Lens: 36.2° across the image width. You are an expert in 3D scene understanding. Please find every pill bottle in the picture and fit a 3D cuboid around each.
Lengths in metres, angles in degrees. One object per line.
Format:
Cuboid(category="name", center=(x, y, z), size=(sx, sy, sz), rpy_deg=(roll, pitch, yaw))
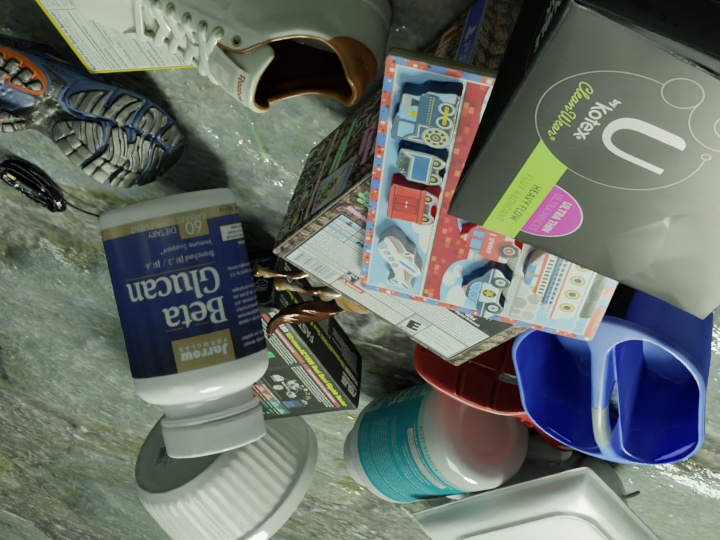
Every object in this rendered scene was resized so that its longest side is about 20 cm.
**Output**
Cuboid(category="pill bottle", center=(0.063, 0.167, 1.078), size=(0.111, 0.111, 0.200), rpy_deg=(33, 149, -21))
Cuboid(category="pill bottle", center=(-0.135, 0.042, 0.882), size=(0.110, 0.201, 0.111), rpy_deg=(-12, -177, 1))

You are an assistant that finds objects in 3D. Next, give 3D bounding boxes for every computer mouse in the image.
Cuboid(category="computer mouse", center=(-0.241, -0.039, 1.002), size=(0.199, 0.034, 0.059), rpy_deg=(29, 152, -13))

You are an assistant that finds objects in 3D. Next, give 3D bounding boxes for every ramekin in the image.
Cuboid(category="ramekin", center=(-0.156, 0.212, 1.219), size=(0.199, 0.201, 0.105), rpy_deg=(-9, 132, 42))

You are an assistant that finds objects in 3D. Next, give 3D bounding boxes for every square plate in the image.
Cuboid(category="square plate", center=(0.181, 0.268, 1.035), size=(0.198, 0.029, 0.200), rpy_deg=(-24, 124, 35))

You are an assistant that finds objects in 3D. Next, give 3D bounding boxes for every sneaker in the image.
Cuboid(category="sneaker", center=(0.141, 0.119, 0.980), size=(0.199, 0.079, 0.116), rpy_deg=(17, 150, 9))
Cuboid(category="sneaker", center=(-0.085, -0.142, 0.643), size=(0.199, 0.085, 0.073), rpy_deg=(10, 146, 4))
Cuboid(category="sneaker", center=(-0.216, -0.128, 0.804), size=(0.199, 0.079, 0.075), rpy_deg=(26, 113, -35))

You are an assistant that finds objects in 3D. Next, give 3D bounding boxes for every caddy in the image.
Cuboid(category="caddy", center=(0.191, 0.077, 0.830), size=(0.141, 0.105, 0.200), rpy_deg=(9, 146, 23))

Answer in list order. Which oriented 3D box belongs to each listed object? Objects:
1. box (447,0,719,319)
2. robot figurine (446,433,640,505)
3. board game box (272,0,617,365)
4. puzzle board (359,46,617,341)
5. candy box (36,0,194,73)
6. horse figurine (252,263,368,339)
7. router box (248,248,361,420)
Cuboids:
Cuboid(category="box", center=(0.135, -0.112, 0.451), size=(0.124, 0.201, 0.149), rpy_deg=(21, 152, -1))
Cuboid(category="robot figurine", center=(0.183, 0.236, 1.116), size=(0.199, 0.113, 0.170), rpy_deg=(7, 124, 25))
Cuboid(category="board game box", center=(0.070, -0.046, 0.691), size=(0.159, 0.097, 0.200), rpy_deg=(32, 142, -21))
Cuboid(category="puzzle board", center=(0.078, -0.030, 0.611), size=(0.150, 0.017, 0.200), rpy_deg=(14, 145, 5))
Cuboid(category="candy box", center=(-0.177, -0.201, 0.686), size=(0.102, 0.027, 0.200), rpy_deg=(5, 148, 27))
Cuboid(category="horse figurine", center=(0.000, 0.000, 0.875), size=(0.132, 0.050, 0.200), rpy_deg=(11, 149, -33))
Cuboid(category="router box", center=(-0.103, 0.068, 1.032), size=(0.149, 0.062, 0.200), rpy_deg=(-9, 143, 20))
